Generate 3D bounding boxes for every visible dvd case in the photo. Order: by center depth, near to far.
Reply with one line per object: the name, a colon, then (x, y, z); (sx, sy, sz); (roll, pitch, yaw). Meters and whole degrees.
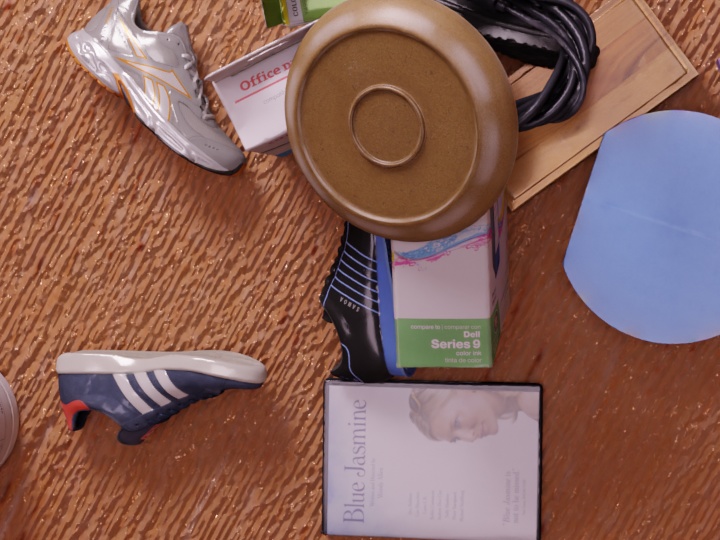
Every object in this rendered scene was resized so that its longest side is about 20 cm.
dvd case: (0.064, 0.170, 1.504); (0.199, 0.018, 0.143); (1, 93, 9)

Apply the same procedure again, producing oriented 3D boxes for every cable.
cable: (0.090, -0.179, 1.328); (0.200, 0.051, 0.163); (38, 66, 23)

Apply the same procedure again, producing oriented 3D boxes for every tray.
tray: (0.185, -0.150, 1.467); (0.200, 0.037, 0.099); (-37, 87, 7)

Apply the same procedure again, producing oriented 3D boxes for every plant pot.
plant pot: (0.024, -0.114, 1.293); (0.199, 0.027, 0.201); (10, 113, 25)

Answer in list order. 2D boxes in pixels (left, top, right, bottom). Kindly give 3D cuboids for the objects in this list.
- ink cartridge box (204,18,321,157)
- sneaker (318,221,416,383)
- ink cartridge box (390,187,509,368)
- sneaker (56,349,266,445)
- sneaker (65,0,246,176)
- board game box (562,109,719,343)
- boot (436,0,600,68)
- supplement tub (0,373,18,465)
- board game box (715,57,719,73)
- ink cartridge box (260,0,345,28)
ink cartridge box: (-0.050, -0.151, 1.417); (0.116, 0.200, 0.068); (-26, 88, 9)
sneaker: (0.000, 0.000, 1.482); (0.078, 0.070, 0.201); (-6, 86, 20)
ink cartridge box: (0.075, -0.036, 1.405); (0.087, 0.145, 0.201); (-1, 109, 11)
sneaker: (-0.179, 0.116, 1.513); (0.199, 0.075, 0.085); (0, 91, 18)
sneaker: (-0.168, -0.169, 1.501); (0.200, 0.076, 0.092); (42, 93, 4)
board game box: (0.269, -0.039, 1.456); (0.157, 0.039, 0.201); (18, 94, 7)
boot: (0.128, -0.270, 1.429); (0.210, 0.079, 0.158); (23, 93, 21)
supplement tub: (-0.396, 0.143, 1.479); (0.131, 0.200, 0.133); (0, 92, 8)
board game box: (0.400, -0.113, 1.440); (0.120, 0.032, 0.201); (-22, 88, 4)
ink cartridge box: (-0.041, -0.276, 1.368); (0.075, 0.200, 0.149); (-8, 100, 8)
